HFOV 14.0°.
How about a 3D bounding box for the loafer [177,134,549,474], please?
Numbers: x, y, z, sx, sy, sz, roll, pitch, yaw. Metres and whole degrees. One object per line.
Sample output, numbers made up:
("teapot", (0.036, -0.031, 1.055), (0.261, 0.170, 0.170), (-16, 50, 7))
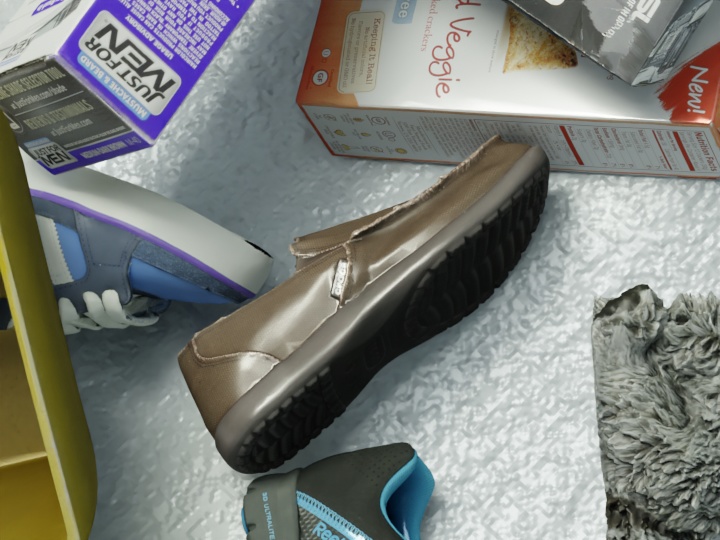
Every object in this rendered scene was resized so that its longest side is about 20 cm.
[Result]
("loafer", (0.000, 0.000, 1.272), (0.200, 0.073, 0.071), (-38, 66, -20))

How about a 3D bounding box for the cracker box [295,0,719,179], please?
("cracker box", (0.083, -0.117, 1.333), (0.199, 0.058, 0.135), (4, 66, 21))

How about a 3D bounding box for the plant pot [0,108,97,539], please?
("plant pot", (-0.208, 0.033, 1.208), (0.199, 0.176, 0.201), (-14, 92, 10))

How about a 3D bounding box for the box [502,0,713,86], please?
("box", (0.110, -0.203, 1.237), (0.157, 0.050, 0.201), (37, 108, 16))

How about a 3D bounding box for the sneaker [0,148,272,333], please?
("sneaker", (-0.151, 0.025, 1.335), (0.199, 0.081, 0.147), (19, 86, 17))

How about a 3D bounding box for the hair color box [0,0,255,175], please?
("hair color box", (-0.079, -0.141, 1.275), (0.200, 0.065, 0.109), (-55, 20, -22))

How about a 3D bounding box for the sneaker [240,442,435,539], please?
("sneaker", (0.009, 0.159, 1.206), (0.081, 0.073, 0.201), (-22, 59, 9))

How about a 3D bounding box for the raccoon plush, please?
("raccoon plush", (0.166, 0.081, 1.196), (0.133, 0.097, 0.201), (-4, 78, 8))
